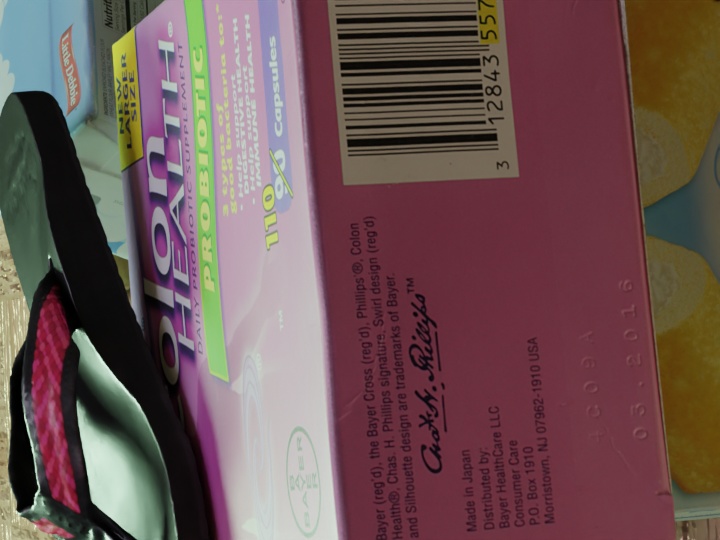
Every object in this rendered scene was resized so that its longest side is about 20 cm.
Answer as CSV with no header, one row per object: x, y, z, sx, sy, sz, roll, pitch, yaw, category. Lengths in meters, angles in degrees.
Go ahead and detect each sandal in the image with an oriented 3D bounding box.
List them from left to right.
-0.094,0.036,0.724,0.201,0.045,0.075,68,150,23,sandal

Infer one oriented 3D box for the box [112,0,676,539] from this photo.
0.000,-0.002,0.685,0.200,0.096,0.178,162,104,-71,box

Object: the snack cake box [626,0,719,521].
0.091,-0.021,0.740,0.067,0.114,0.202,153,112,-68,snack cake box

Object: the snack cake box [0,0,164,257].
-0.075,-0.102,0.873,0.067,0.114,0.201,-39,45,39,snack cake box

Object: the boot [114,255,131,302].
-0.091,0.041,1.119,0.175,0.066,0.201,-2,-109,-82,boot
